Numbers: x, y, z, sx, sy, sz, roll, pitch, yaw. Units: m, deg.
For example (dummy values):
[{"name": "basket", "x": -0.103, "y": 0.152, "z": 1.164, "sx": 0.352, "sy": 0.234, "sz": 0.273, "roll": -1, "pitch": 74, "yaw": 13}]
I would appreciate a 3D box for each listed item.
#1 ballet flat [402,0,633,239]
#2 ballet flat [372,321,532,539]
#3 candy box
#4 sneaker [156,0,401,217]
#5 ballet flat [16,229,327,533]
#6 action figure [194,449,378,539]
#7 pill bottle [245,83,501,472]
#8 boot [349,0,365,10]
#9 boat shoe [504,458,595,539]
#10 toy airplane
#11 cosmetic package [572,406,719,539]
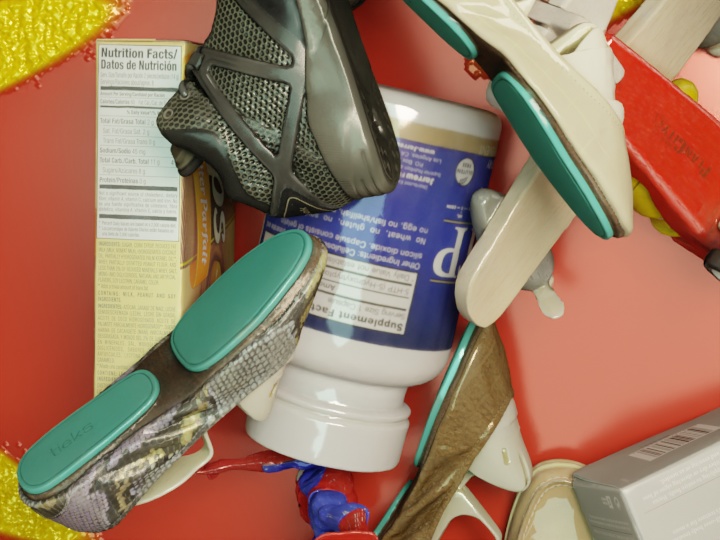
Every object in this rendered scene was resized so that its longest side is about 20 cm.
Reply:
[{"name": "ballet flat", "x": 0.074, "y": -0.106, "z": 0.732, "sx": 0.069, "sy": 0.070, "sz": 0.200, "roll": -40, "pitch": 97, "yaw": 11}, {"name": "ballet flat", "x": 0.053, "y": 0.126, "z": 0.917, "sx": 0.072, "sy": 0.068, "sz": 0.202, "roll": 27, "pitch": 102, "yaw": 9}, {"name": "candy box", "x": -0.108, "y": -0.026, "z": 0.909, "sx": 0.055, "sy": 0.115, "sz": 0.203, "roll": 1, "pitch": 95, "yaw": 9}, {"name": "sneaker", "x": -0.061, "y": -0.120, "z": 0.804, "sx": 0.113, "sy": 0.076, "sz": 0.202, "roll": -17, "pitch": 91, "yaw": 14}, {"name": "ballet flat", "x": -0.085, "y": 0.062, "z": 0.832, "sx": 0.200, "sy": 0.072, "sz": 0.072, "roll": -41, "pitch": 87, "yaw": 0}, {"name": "action figure", "x": -0.040, "y": 0.140, "z": 0.866, "sx": 0.098, "sy": 0.200, "sz": 0.066, "roll": -12, "pitch": 99, "yaw": -2}, {"name": "pill bottle", "x": 0.000, "y": 0.000, "z": 0.890, "sx": 0.118, "sy": 0.120, "sz": 0.203, "roll": 14, "pitch": 98, "yaw": 9}, {"name": "boot", "x": -0.057, "y": -0.235, "z": 0.873, "sx": 0.067, "sy": 0.131, "sz": 0.202, "roll": -19, "pitch": 91, "yaw": 11}, {"name": "boat shoe", "x": 0.109, "y": 0.210, "z": 0.916, "sx": 0.071, "sy": 0.065, "sz": 0.203, "roll": 7, "pitch": 96, "yaw": 9}, {"name": "toy airplane", "x": 0.132, "y": -0.079, "z": 0.848, "sx": 0.197, "sy": 0.141, "sz": 0.202, "roll": -9, "pitch": 100, "yaw": -18}, {"name": "cosmetic package", "x": 0.206, "y": 0.185, "z": 0.874, "sx": 0.106, "sy": 0.090, "sz": 0.202, "roll": -21, "pitch": 93, "yaw": -12}]
